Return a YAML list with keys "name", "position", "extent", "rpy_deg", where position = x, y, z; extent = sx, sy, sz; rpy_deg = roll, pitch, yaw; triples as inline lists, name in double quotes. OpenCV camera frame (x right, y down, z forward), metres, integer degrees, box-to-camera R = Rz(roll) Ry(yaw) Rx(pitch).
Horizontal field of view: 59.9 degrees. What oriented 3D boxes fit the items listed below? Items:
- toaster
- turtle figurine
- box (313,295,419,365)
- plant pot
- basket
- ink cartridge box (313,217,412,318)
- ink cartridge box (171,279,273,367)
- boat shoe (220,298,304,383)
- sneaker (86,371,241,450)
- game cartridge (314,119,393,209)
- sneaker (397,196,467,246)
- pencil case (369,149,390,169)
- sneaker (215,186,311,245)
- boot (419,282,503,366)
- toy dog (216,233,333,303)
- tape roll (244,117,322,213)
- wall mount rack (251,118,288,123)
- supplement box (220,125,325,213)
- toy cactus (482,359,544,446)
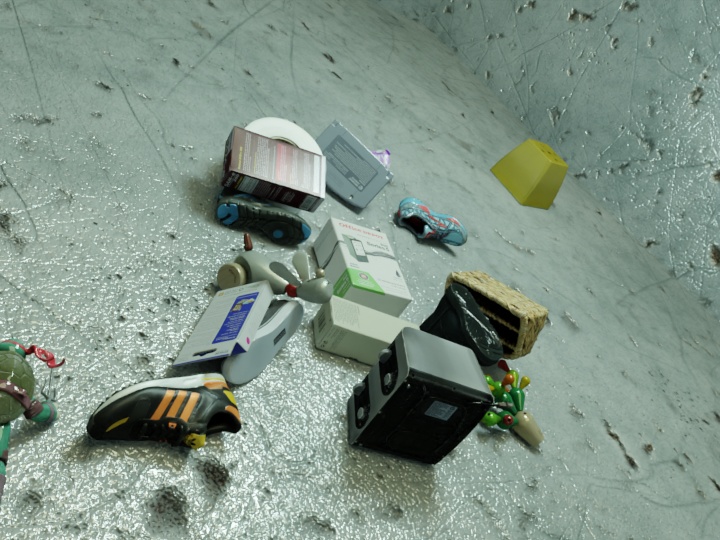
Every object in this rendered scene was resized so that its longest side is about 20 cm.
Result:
- name: "toaster"
  position: [0.098, 0.204, 0.990]
  extent: [0.198, 0.182, 0.119]
  rpy_deg: [20, 33, -23]
- name: "turtle figurine"
  position: [-0.398, 0.143, 0.665]
  extent: [0.148, 0.101, 0.201]
  rpy_deg: [22, 39, -23]
- name: "box"
  position: [0.016, 0.119, 1.133]
  extent: [0.198, 0.069, 0.083]
  rpy_deg: [22, 34, -23]
- name: "plant pot"
  position: [0.640, -0.365, 2.303]
  extent: [0.198, 0.177, 0.201]
  rpy_deg: [3, 44, -44]
- name: "basket"
  position: [0.266, 0.102, 1.316]
  extent: [0.199, 0.144, 0.148]
  rpy_deg: [32, 19, 30]
- name: "ink cartridge box"
  position: [0.000, 0.000, 1.260]
  extent: [0.144, 0.084, 0.201]
  rpy_deg: [15, 37, -31]
- name: "ink cartridge box"
  position: [-0.200, 0.085, 0.933]
  extent: [0.201, 0.093, 0.037]
  rpy_deg: [-73, 147, -61]
- name: "boat shoe"
  position: [-0.165, 0.102, 0.982]
  extent: [0.066, 0.071, 0.200]
  rpy_deg: [15, 37, 23]
- name: "sneaker"
  position: [-0.235, 0.188, 0.785]
  extent: [0.199, 0.070, 0.090]
  rpy_deg: [-4, 46, -50]
- name: "game cartridge"
  position: [-0.033, -0.252, 1.522]
  extent: [0.200, 0.133, 0.040]
  rpy_deg: [44, -7, -1]
- name: "sneaker"
  position: [0.179, -0.104, 1.607]
  extent: [0.198, 0.080, 0.096]
  rpy_deg: [26, 41, -2]
- name: "pencil case"
  position: [0.000, -0.282, 1.639]
  extent: [0.199, 0.086, 0.084]
  rpy_deg: [-12, 60, -50]
- name: "sneaker"
  position: [-0.187, -0.114, 1.237]
  extent: [0.198, 0.073, 0.082]
  rpy_deg: [21, 32, -26]
- name: "boot"
  position: [0.165, 0.144, 1.147]
  extent: [0.076, 0.169, 0.201]
  rpy_deg: [17, 31, -28]
- name: "toy dog"
  position: [-0.139, -0.007, 1.050]
  extent: [0.197, 0.098, 0.132]
  rpy_deg: [5, 11, 1]
- name: "tape roll"
  position: [-0.174, -0.219, 1.323]
  extent: [0.200, 0.071, 0.205]
  rpy_deg: [14, 60, -25]
- name: "wall mount rack"
  position: [-0.181, -0.264, 1.446]
  extent: [0.199, 0.074, 0.175]
  rpy_deg: [-27, 86, -55]
- name: "supplement box"
  position: [-0.169, -0.197, 1.232]
  extent: [0.198, 0.061, 0.110]
  rpy_deg: [15, 58, -26]
- name: "toy cactus"
  position: [0.300, 0.262, 1.217]
  extent: [0.165, 0.102, 0.200]
  rpy_deg: [50, 22, 3]
